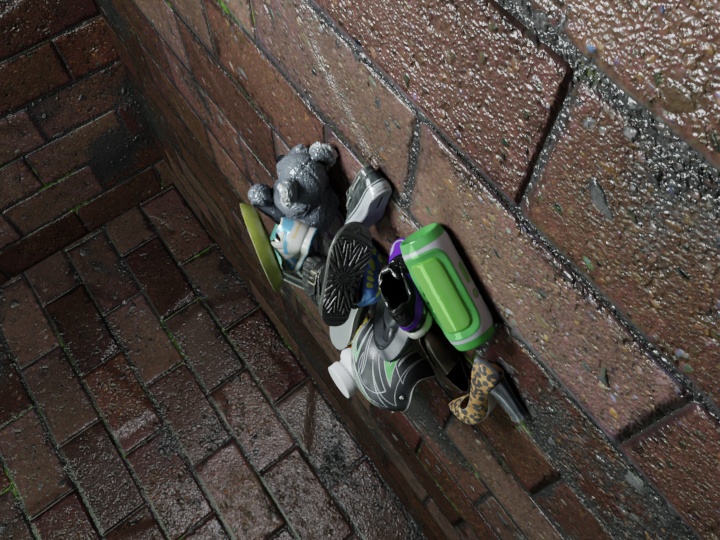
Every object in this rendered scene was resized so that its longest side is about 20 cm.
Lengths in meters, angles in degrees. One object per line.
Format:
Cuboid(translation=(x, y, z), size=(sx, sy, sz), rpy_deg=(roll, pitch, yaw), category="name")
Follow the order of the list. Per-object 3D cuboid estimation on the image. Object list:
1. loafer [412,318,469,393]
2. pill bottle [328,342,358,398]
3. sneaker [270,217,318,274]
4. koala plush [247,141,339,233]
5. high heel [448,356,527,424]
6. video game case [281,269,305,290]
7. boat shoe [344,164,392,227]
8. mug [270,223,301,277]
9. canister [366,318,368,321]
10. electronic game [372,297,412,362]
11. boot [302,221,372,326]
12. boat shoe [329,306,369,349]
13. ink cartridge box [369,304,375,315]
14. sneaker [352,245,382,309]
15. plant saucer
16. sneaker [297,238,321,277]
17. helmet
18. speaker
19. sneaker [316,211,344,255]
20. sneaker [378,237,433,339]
Cuboid(translation=(0.169, 0.167, 1.237), size=(0.201, 0.073, 0.071), rpy_deg=(55, 162, -26), category="loafer")
Cuboid(translation=(0.026, 0.207, 1.472), size=(0.113, 0.198, 0.114), rpy_deg=(48, 161, 22), category="pill bottle")
Cuboid(translation=(-0.144, -0.055, 1.288), size=(0.080, 0.078, 0.200), rpy_deg=(25, 156, -6), category="sneaker")
Cuboid(translation=(-0.117, -0.177, 1.271), size=(0.184, 0.177, 0.200), rpy_deg=(43, 162, 3), category="koala plush")
Cuboid(translation=(0.210, 0.220, 1.180), size=(0.144, 0.071, 0.199), rpy_deg=(54, 148, -13), category="high heel")
Cuboid(translation=(-0.113, 0.043, 1.490), size=(0.180, 0.023, 0.200), rpy_deg=(24, 177, 18), category="video game case")
Cuboid(translation=(0.008, -0.132, 1.164), size=(0.072, 0.071, 0.200), rpy_deg=(62, 155, 12), category="boat shoe")
Cuboid(translation=(-0.137, -0.065, 1.539), size=(0.184, 0.151, 0.116), rpy_deg=(35, 113, 28), category="mug")
Cuboid(translation=(0.037, 0.216, 1.661), size=(0.200, 0.086, 0.150), rpy_deg=(43, 159, 36), category="canister")
Cuboid(translation=(0.072, 0.074, 1.189), size=(0.041, 0.204, 0.200), rpy_deg=(14, 174, -17), category="electronic game")
Cuboid(translation=(-0.053, -0.013, 1.215), size=(0.158, 0.078, 0.215), rpy_deg=(-127, 54, -63), category="boot")
Cuboid(translation=(-0.014, 0.102, 1.424), size=(0.071, 0.063, 0.202), rpy_deg=(47, 133, 28), category="boat shoe")
Cuboid(translation=(-0.005, 0.016, 1.492), size=(0.199, 0.043, 0.176), rpy_deg=(32, 151, 56), category="ink cartridge box")
Cuboid(translation=(0.000, 0.000, 1.273), size=(0.071, 0.082, 0.202), rpy_deg=(48, -153, -30), category="sneaker")
Cuboid(translation=(-0.204, -0.053, 1.319), size=(0.200, 0.031, 0.203), rpy_deg=(158, 91, -85), category="plant saucer")
Cuboid(translation=(-0.127, -0.078, 1.401), size=(0.114, 0.074, 0.203), rpy_deg=(107, 147, -58), category="sneaker")
Cuboid(translation=(0.070, 0.192, 1.333), size=(0.201, 0.189, 0.201), rpy_deg=(50, 162, 23), category="helmet")
Cuboid(translation=(0.143, 0.028, 1.016), size=(0.202, 0.088, 0.088), rpy_deg=(60, 163, -9), category="speaker")
Cuboid(translation=(-0.058, -0.051, 1.458), size=(0.099, 0.073, 0.204), rpy_deg=(-151, 51, -70), category="sneaker")
Cuboid(translation=(0.070, 0.009, 1.065), size=(0.099, 0.069, 0.203), rpy_deg=(35, -144, -39), category="sneaker")
